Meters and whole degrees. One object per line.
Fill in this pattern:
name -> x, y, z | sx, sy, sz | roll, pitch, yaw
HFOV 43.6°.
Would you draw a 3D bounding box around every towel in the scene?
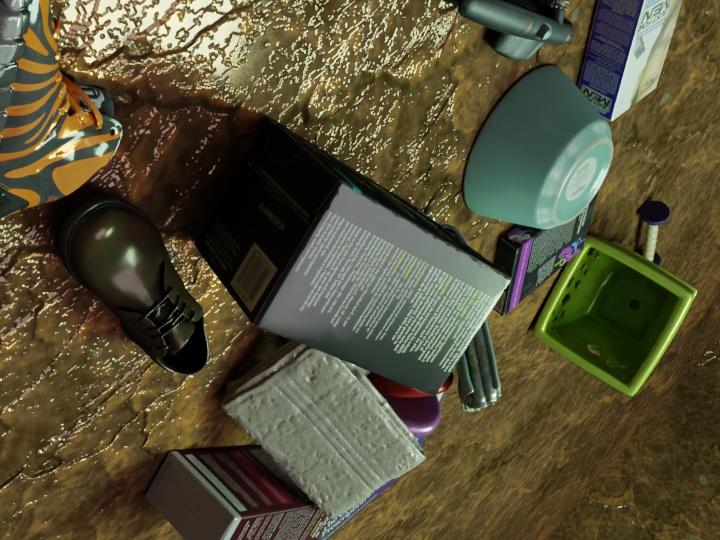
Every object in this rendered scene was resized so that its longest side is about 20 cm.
towel -> 0.117, 0.061, 1.029 | 0.048, 0.202, 0.171 | -11, 167, 3
towel -> -0.038, 0.162, 0.935 | 0.132, 0.035, 0.200 | -34, 112, 10

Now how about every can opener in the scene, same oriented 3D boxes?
can opener -> 0.147, -0.246, 0.875 | 0.199, 0.063, 0.079 | -3, 125, -55

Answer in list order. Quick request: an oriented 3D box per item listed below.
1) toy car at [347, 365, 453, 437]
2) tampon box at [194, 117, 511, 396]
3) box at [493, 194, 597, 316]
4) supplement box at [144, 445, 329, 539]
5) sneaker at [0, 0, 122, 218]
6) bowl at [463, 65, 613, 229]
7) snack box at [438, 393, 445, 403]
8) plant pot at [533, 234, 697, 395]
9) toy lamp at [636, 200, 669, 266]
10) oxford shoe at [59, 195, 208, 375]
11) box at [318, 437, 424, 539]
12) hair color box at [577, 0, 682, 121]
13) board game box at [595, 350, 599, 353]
toy car -> 0.032, 0.121, 1.011 | 0.174, 0.150, 0.201 | -17, 135, -47
tampon box -> -0.007, -0.008, 0.753 | 0.199, 0.150, 0.127 | 27, 100, -37
box -> 0.268, -0.039, 1.307 | 0.199, 0.036, 0.144 | -35, 147, -29
supplement box -> -0.120, 0.245, 0.965 | 0.200, 0.109, 0.061 | 14, 109, -58
sneaker -> -0.190, -0.118, 0.520 | 0.112, 0.078, 0.201 | -21, 149, -50
bowl -> 0.226, -0.130, 1.074 | 0.200, 0.105, 0.202 | -35, 146, -28
snack box -> 0.098, 0.164, 1.286 | 0.072, 0.024, 0.201 | -25, 140, -39
plant pot -> 0.441, 0.066, 1.516 | 0.181, 0.199, 0.200 | -8, 128, -60
toy lamp -> 0.538, -0.050, 1.673 | 0.058, 0.058, 0.201 | -42, 148, -19
oxford shoe -> -0.159, 0.017, 0.688 | 0.073, 0.084, 0.200 | -43, 148, -14
box -> -0.007, 0.239, 1.162 | 0.199, 0.079, 0.142 | -33, 143, -32
hair color box -> 0.334, -0.297, 1.097 | 0.109, 0.065, 0.201 | -36, 148, -30
board game box -> 0.486, 0.086, 1.735 | 0.148, 0.064, 0.200 | -55, 150, 3
